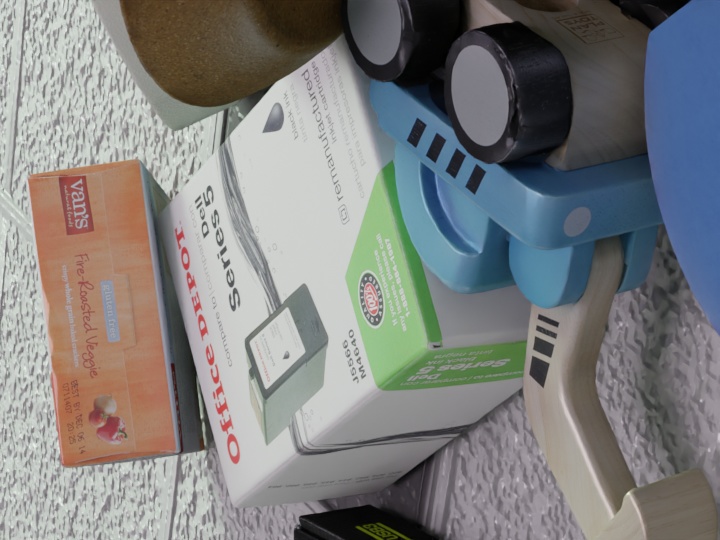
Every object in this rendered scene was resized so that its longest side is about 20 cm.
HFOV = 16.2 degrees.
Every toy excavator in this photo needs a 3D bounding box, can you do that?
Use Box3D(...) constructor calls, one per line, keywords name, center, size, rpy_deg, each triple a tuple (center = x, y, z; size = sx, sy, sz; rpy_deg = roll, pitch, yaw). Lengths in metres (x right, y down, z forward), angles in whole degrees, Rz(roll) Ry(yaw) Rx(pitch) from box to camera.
Box3D(name="toy excavator", center=(0.074, -0.004, 0.933), size=(0.194, 0.100, 0.201), rpy_deg=(42, 136, 42))

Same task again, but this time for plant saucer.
Box3D(name="plant saucer", center=(-0.020, -0.152, 0.908), size=(0.035, 0.200, 0.201), rpy_deg=(17, 114, 23))

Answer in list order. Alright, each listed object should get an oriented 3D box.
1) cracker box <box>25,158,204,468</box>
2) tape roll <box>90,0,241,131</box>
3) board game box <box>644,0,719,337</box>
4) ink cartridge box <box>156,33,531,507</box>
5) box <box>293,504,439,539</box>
Box3D(name="cracker box", center=(-0.116, 0.025, 1.217), size=(0.200, 0.057, 0.135), rpy_deg=(100, 163, -86))
Box3D(name="tape roll", center=(-0.112, -0.162, 1.170), size=(0.203, 0.037, 0.204), rpy_deg=(-24, -90, -86))
Box3D(name="board game box", center=(0.173, -0.036, 0.804), size=(0.200, 0.039, 0.159), rpy_deg=(-38, 73, 56))
Box3D(name="ink cartridge box", center=(0.000, 0.000, 1.067), size=(0.200, 0.084, 0.146), rpy_deg=(-43, 58, 55))
Box3D(name="box", center=(0.033, 0.221, 1.087), size=(0.193, 0.047, 0.201), rpy_deg=(22, 115, 60))
